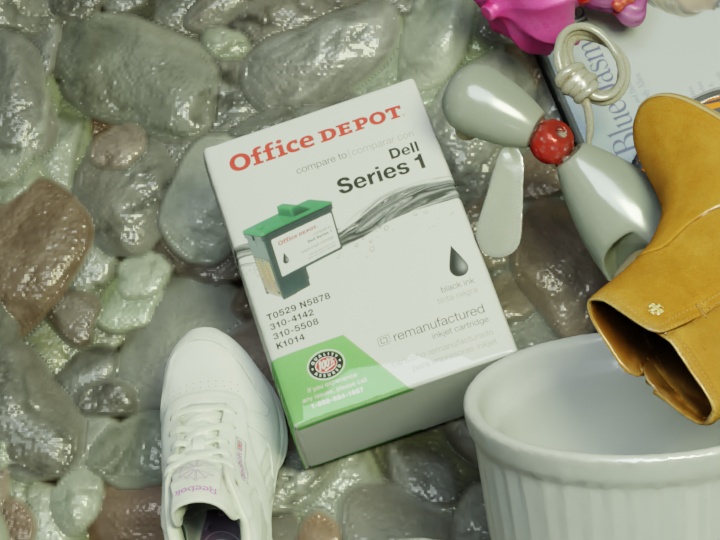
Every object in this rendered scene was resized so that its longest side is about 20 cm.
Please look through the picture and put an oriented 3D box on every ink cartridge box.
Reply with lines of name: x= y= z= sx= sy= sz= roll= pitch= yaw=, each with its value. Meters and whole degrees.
ink cartridge box: x=0.000 y=0.000 z=1.572 sx=0.146 sy=0.084 sz=0.200 roll=-19 pitch=66 yaw=-2

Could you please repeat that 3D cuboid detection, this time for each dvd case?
dvd case: x=0.217 y=-0.145 z=1.646 sx=0.200 sy=0.018 sz=0.143 roll=-20 pitch=66 yaw=-2

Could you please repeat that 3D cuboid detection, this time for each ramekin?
ramekin: x=0.160 y=0.111 z=1.440 sx=0.200 sy=0.200 sz=0.098 roll=-2 pitch=109 yaw=6

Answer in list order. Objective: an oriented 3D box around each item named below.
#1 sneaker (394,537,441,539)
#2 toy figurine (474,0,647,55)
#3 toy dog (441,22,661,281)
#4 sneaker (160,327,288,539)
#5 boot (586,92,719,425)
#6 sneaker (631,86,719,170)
sneaker: x=-0.017 y=0.217 z=1.477 sx=0.200 sy=0.088 sz=0.081 roll=-42 pitch=68 yaw=-11
toy figurine: x=0.144 y=-0.223 z=1.634 sx=0.200 sy=0.150 sz=0.184 roll=14 pitch=73 yaw=-8
toy dog: x=0.134 y=-0.040 z=1.541 sx=0.132 sy=0.096 sz=0.200 roll=-25 pitch=70 yaw=-31
sneaker: x=-0.083 y=0.119 z=1.522 sx=0.075 sy=0.100 sz=0.200 roll=-11 pitch=64 yaw=5
boot: x=0.177 y=-0.011 z=1.422 sx=0.144 sy=0.071 sz=0.201 roll=-21 pitch=59 yaw=-32
sneaker: x=0.264 y=-0.087 z=1.555 sx=0.200 sy=0.112 sz=0.078 roll=-22 pitch=93 yaw=-2
